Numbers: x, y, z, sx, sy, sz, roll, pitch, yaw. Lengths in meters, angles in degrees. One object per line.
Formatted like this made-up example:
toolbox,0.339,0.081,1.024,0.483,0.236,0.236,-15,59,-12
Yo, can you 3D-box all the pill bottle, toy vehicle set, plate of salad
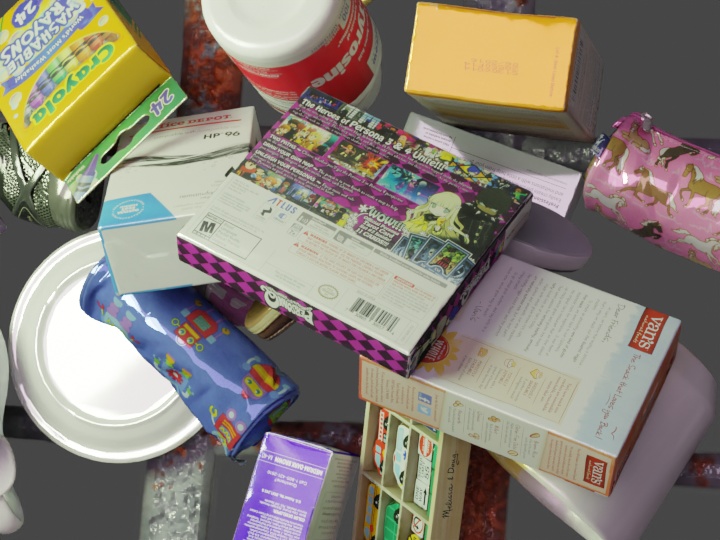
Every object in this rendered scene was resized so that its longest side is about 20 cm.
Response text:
pill bottle,-0.047,-0.188,1.570,0.112,0.200,0.112,-4,74,14
toy vehicle set,0.041,0.147,1.531,0.026,0.124,0.200,-1,104,-28
plate of salad,-0.200,0.063,1.655,0.200,0.048,0.200,-1,83,10

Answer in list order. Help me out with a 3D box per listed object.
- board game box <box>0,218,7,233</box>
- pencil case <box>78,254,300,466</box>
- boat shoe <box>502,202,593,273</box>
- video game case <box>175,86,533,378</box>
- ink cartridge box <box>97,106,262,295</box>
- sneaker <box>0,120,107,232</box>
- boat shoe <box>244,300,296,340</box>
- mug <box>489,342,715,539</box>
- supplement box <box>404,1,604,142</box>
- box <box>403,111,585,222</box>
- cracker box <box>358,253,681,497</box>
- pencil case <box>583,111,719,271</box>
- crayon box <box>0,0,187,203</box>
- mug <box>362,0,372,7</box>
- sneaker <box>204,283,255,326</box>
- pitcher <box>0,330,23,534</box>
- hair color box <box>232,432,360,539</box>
board game box,-0.446,-0.058,1.730,0.199,0.041,0.200,-36,76,6
pencil case,-0.138,0.064,1.581,0.200,0.087,0.078,43,59,12
boat shoe,0.083,-0.022,1.533,0.200,0.074,0.065,12,126,-18
video game case,-0.003,-0.033,1.432,0.200,0.036,0.181,26,55,17
ink cartridge box,-0.137,-0.069,1.567,0.116,0.200,0.068,-8,123,6
sneaker,-0.270,-0.136,1.682,0.114,0.076,0.200,8,82,16
boat shoe,0.000,0.000,1.565,0.200,0.072,0.072,-39,104,-9
mug,0.182,0.107,1.504,0.187,0.149,0.153,44,85,-22
supplement box,0.117,-0.153,1.534,0.126,0.200,0.074,8,88,12
box,0.078,-0.011,1.608,0.156,0.041,0.200,22,89,15
cracker box,0.115,0.065,1.416,0.200,0.058,0.134,21,53,16
pencil case,0.276,-0.052,1.548,0.200,0.087,0.083,26,58,14
crayon box,-0.234,-0.161,1.589,0.126,0.052,0.200,-43,45,6
mug,-0.066,-0.305,1.629,0.153,0.149,0.187,-43,69,13
sneaker,-0.057,-0.042,1.623,0.080,0.088,0.200,38,95,-30
pitcher,-0.342,0.115,1.643,0.121,0.172,0.200,-24,50,-4
hair color box,-0.066,0.235,1.572,0.065,0.109,0.200,14,86,13
